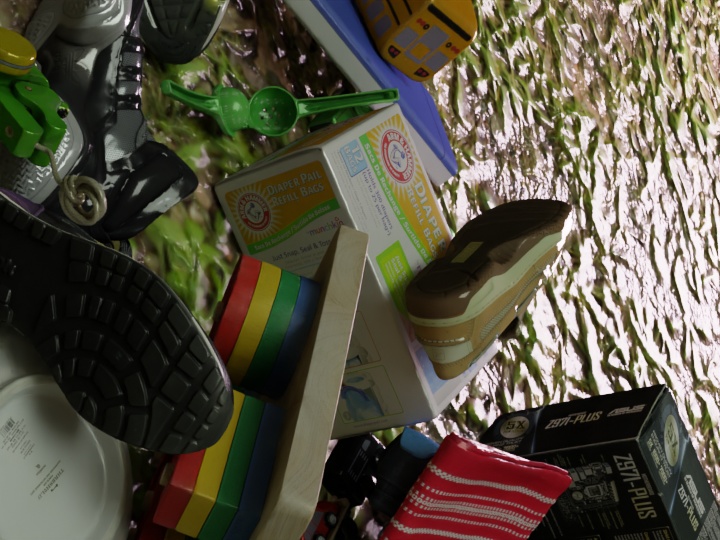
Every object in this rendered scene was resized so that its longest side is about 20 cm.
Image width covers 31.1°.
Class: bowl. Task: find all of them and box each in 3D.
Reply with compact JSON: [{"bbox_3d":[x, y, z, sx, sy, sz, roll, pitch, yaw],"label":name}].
[{"bbox_3d":[-0.180,0.107,0.645,0.200,0.090,0.203,24,59,-48],"label":"bowl"}]

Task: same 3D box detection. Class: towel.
[{"bbox_3d":[0.052,0.205,0.872,0.144,0.022,0.201,24,101,-47],"label":"towel"}]

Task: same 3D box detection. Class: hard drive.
[{"bbox_3d":[0.001,-0.170,0.998,0.200,0.025,0.132,47,17,-32],"label":"hard drive"}]

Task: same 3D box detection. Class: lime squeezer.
[{"bbox_3d":[-0.069,-0.111,0.894,0.199,0.070,0.038,-4,98,-41],"label":"lime squeezer"}]

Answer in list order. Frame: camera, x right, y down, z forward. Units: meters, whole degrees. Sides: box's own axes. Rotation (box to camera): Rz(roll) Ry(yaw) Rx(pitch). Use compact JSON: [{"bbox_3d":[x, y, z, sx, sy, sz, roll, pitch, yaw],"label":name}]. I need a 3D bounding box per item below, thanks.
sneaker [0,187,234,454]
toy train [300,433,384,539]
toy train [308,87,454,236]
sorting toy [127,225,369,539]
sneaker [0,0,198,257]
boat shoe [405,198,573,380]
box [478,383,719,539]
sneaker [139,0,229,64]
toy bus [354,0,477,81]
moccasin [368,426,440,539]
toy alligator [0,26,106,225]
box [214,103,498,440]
[{"bbox_3d":[-0.131,0.015,0.651,0.199,0.076,0.087,36,8,18],"label":"sneaker"},{"bbox_3d":[-0.030,0.180,0.866,0.046,0.034,0.200,54,40,-21],"label":"toy train"},{"bbox_3d":[0.025,-0.053,1.023,0.201,0.042,0.056,57,49,-23],"label":"toy train"},{"bbox_3d":[-0.073,0.098,0.716,0.069,0.201,0.200,20,42,-8],"label":"sorting toy"},{"bbox_3d":[-0.148,-0.100,0.780,0.114,0.075,0.202,39,55,-40],"label":"sneaker"},{"bbox_3d":[0.093,0.012,0.903,0.200,0.071,0.077,-35,120,-47],"label":"boat shoe"},{"bbox_3d":[0.202,0.210,1.056,0.086,0.163,0.201,-41,110,-51],"label":"box"},{"bbox_3d":[-0.112,-0.237,0.876,0.085,0.074,0.202,22,72,-84],"label":"sneaker"},{"bbox_3d":[0.028,-0.249,1.029,0.065,0.078,0.201,26,33,-45],"label":"toy bus"},{"bbox_3d":[0.042,0.180,0.922,0.068,0.080,0.200,-51,142,-18],"label":"moccasin"},{"bbox_3d":[-0.183,-0.091,0.683,0.200,0.060,0.054,43,26,20],"label":"toy alligator"},{"bbox_3d":[0.000,0.000,0.914,0.112,0.101,0.201,-38,108,-52],"label":"box"}]
